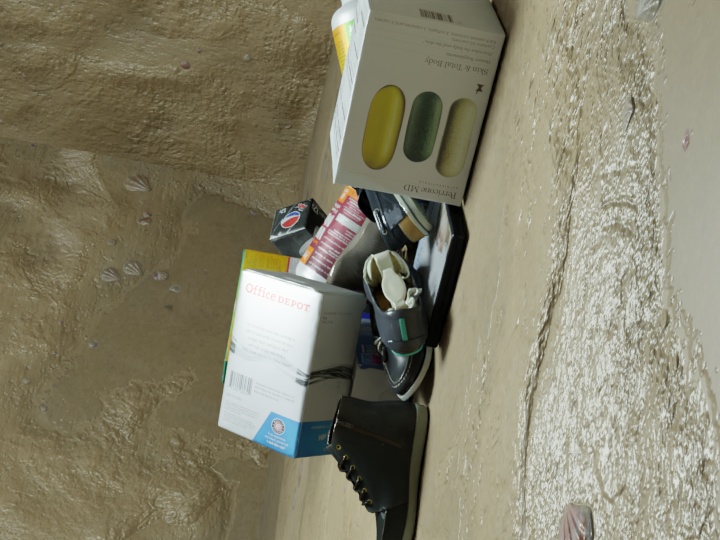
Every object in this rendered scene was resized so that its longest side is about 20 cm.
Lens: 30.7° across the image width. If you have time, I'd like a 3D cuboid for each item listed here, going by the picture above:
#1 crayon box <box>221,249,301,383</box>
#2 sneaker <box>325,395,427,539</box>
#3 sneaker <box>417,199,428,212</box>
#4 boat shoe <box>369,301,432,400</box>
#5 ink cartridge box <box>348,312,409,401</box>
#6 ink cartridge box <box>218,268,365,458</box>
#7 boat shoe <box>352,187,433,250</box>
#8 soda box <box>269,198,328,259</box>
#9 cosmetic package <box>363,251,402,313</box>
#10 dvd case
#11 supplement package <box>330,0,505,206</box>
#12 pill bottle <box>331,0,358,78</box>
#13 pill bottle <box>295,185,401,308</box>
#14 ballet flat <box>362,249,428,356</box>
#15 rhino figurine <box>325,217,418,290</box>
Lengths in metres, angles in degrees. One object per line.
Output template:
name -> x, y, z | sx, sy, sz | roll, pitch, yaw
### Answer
crayon box -> -0.123, 0.072, 1.853 | 0.058, 0.118, 0.201 | 105, 173, -52
sneaker -> 0.007, 0.241, 1.452 | 0.075, 0.105, 0.202 | 128, 152, -75
sneaker -> 0.061, -0.138, 1.670 | 0.201, 0.075, 0.077 | -92, 19, -53
boat shoe -> 0.042, 0.073, 1.538 | 0.074, 0.060, 0.201 | -47, 22, 29
ink cartridge box -> 0.013, 0.141, 1.670 | 0.200, 0.076, 0.137 | -103, 23, -69
ink cartridge box -> -0.085, 0.110, 1.593 | 0.146, 0.086, 0.202 | 16, 97, 42
boat shoe -> 0.022, -0.095, 1.569 | 0.062, 0.075, 0.200 | -39, 43, 9
soda box -> -0.050, -0.014, 1.956 | 0.200, 0.070, 0.064 | 50, -143, -36
cosmetic package -> -0.009, 0.063, 1.852 | 0.090, 0.106, 0.202 | 132, 146, -78
dvd case -> 0.089, -0.021, 1.517 | 0.200, 0.017, 0.144 | -93, 14, -63
supplement package -> 0.058, -0.203, 1.465 | 0.151, 0.150, 0.201 | -95, 16, -63
pill bottle -> 0.026, -0.275, 1.617 | 0.111, 0.110, 0.202 | 161, 96, -82
pill bottle -> -0.018, -0.012, 1.757 | 0.201, 0.109, 0.110 | -57, 8, 2
ballet flat -> 0.038, 0.018, 1.496 | 0.200, 0.072, 0.074 | -104, 24, -60
rhino figurine -> 0.000, 0.000, 1.659 | 0.200, 0.060, 0.087 | -52, -41, -7
